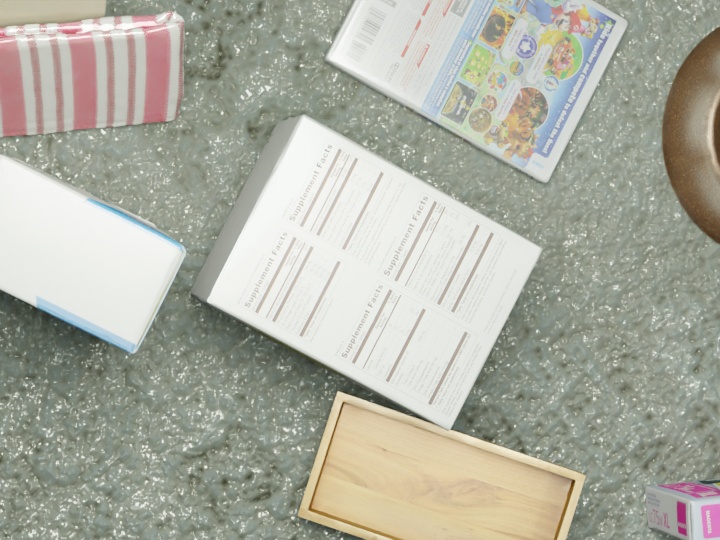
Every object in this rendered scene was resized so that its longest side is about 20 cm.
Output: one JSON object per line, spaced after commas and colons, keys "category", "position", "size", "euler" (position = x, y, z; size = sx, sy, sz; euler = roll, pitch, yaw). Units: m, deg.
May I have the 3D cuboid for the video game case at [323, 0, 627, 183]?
{"category": "video game case", "position": [0.090, -0.177, 1.644], "size": [0.199, 0.018, 0.144], "euler": [28, 86, -9]}

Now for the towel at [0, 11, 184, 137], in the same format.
{"category": "towel", "position": [-0.225, -0.143, 1.532], "size": [0.198, 0.147, 0.030], "euler": [-6, 70, -10]}

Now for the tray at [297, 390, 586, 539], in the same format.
{"category": "tray", "position": [0.062, 0.170, 1.619], "size": [0.198, 0.037, 0.100], "euler": [18, 88, 2]}

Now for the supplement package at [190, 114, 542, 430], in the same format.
{"category": "supplement package", "position": [0.000, 0.000, 1.565], "size": [0.199, 0.152, 0.152], "euler": [28, 88, -9]}

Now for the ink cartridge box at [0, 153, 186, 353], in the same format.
{"category": "ink cartridge box", "position": [-0.210, -0.016, 1.506], "size": [0.144, 0.200, 0.084], "euler": [26, 89, -9]}

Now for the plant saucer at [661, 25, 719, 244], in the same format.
{"category": "plant saucer", "position": [0.337, -0.107, 1.679], "size": [0.198, 0.037, 0.203], "euler": [0, 91, -9]}

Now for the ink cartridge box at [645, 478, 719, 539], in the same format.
{"category": "ink cartridge box", "position": [0.331, 0.179, 1.641], "size": [0.198, 0.119, 0.042], "euler": [-3, 90, -9]}

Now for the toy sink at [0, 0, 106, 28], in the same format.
{"category": "toy sink", "position": [-0.248, -0.227, 1.487], "size": [0.129, 0.200, 0.113], "euler": [-6, 81, -9]}

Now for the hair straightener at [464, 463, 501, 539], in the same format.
{"category": "hair straightener", "position": [0.101, 0.250, 1.644], "size": [0.076, 0.041, 0.202], "euler": [-8, 93, -10]}
